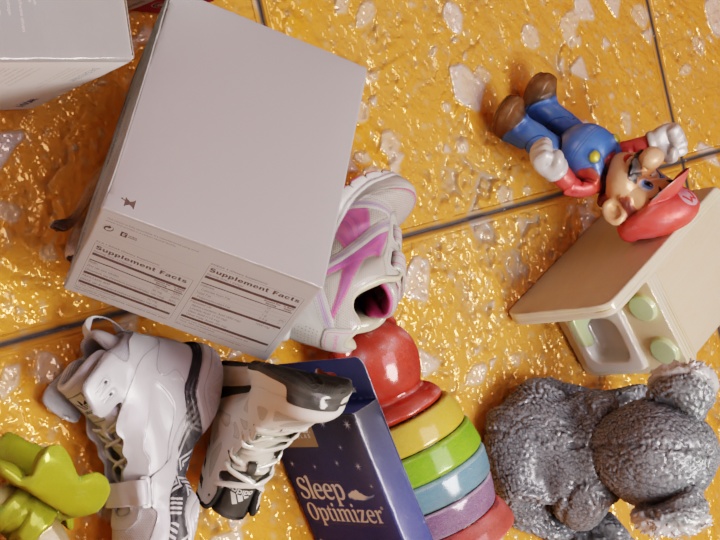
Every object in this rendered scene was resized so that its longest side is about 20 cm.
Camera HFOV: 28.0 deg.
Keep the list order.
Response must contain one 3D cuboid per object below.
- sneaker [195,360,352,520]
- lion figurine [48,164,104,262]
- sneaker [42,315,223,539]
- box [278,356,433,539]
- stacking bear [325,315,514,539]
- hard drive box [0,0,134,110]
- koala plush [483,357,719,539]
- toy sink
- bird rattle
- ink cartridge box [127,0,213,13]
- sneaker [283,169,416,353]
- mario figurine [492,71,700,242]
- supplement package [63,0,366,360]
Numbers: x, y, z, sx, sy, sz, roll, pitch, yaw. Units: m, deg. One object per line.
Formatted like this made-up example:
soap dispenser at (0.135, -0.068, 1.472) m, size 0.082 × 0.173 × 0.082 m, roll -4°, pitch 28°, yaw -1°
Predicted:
sneaker at (-0.063, 0.127, 1.040) m, size 0.075 × 0.200 × 0.116 m, roll 13°, pitch 83°, yaw -19°
lion figurine at (-0.131, -0.046, 1.086) m, size 0.199 × 0.072 × 0.123 m, roll 24°, pitch 60°, yaw -29°
sneaker at (-0.172, 0.131, 1.029) m, size 0.115 × 0.075 × 0.201 m, roll 26°, pitch 63°, yaw -33°
box at (-0.008, 0.166, 1.123) m, size 0.032 × 0.121 × 0.201 m, roll -28°, pitch 101°, yaw -37°
stacking bear at (0.037, 0.135, 1.177) m, size 0.121 × 0.114 × 0.201 m, roll -30°, pitch 99°, yaw -37°
hard drive box at (-0.273, -0.153, 0.931) m, size 0.199 × 0.156 × 0.077 m, roll -6°, pitch 87°, yaw -40°
koala plush at (0.229, 0.165, 1.262) m, size 0.183 × 0.200 × 0.178 m, roll 24°, pitch 70°, yaw -34°
toy sink at (0.259, 0.026, 1.351) m, size 0.200 × 0.130 × 0.112 m, roll -42°, pitch 110°, yaw -35°
bird rattle at (-0.238, 0.212, 0.967) m, size 0.162 × 0.113 × 0.201 m, roll -6°, pitch 91°, yaw -18°
ink cartridge box at (-0.181, -0.243, 1.024) m, size 0.199 × 0.145 × 0.084 m, roll -2°, pitch 86°, yaw -38°
sneaker at (0.000, 0.000, 1.149) m, size 0.088 × 0.082 × 0.200 m, roll 27°, pitch 52°, yaw 14°
mario figurine at (0.223, -0.111, 1.301) m, size 0.200 × 0.106 × 0.124 m, roll 37°, pitch 87°, yaw 17°
supplement package at (-0.098, -0.067, 1.013) m, size 0.155 × 0.111 × 0.201 m, roll 20°, pitch 55°, yaw -14°
